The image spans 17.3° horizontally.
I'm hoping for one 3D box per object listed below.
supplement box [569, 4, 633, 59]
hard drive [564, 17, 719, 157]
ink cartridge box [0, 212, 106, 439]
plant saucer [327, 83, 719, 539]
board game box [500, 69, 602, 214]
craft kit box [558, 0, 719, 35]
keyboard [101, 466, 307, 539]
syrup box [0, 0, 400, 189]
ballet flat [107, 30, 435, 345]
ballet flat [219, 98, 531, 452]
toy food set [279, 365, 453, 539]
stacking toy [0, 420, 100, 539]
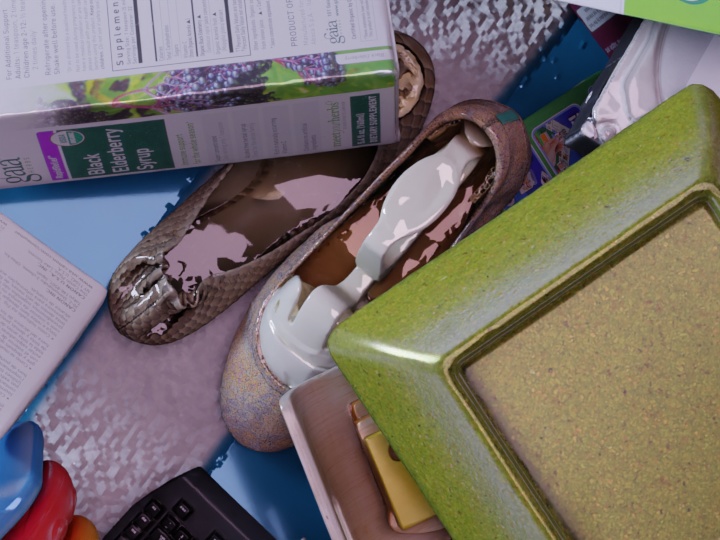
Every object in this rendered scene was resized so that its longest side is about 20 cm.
[{"bbox_3d":[0.192,-0.094,1.116,0.086,0.110,0.200,-37,91,-11],"label":"supplement box"},{"bbox_3d":[0.197,-0.107,1.044,0.139,0.038,0.201,32,80,-5],"label":"hard drive"},{"bbox_3d":[-0.216,0.024,1.006,0.161,0.050,0.200,36,36,-4],"label":"ink cartridge box"},{"bbox_3d":[0.121,0.056,0.985,0.199,0.048,0.200,-34,95,-4],"label":"plant saucer"},{"bbox_3d":[0.112,0.024,1.132,0.134,0.029,0.200,-33,90,-12],"label":"board game box"},{"bbox_3d":[0.103,-0.210,0.986,0.048,0.199,0.199,-18,117,-47],"label":"craft kit box"},{"bbox_3d":[-0.028,0.171,1.062,0.200,0.040,0.104,43,103,2],"label":"keyboard"},{"bbox_3d":[-0.085,-0.095,1.064,0.199,0.079,0.082,-8,68,-2],"label":"syrup box"},{"bbox_3d":[-0.039,-0.039,1.104,0.200,0.046,0.067,-41,92,-11],"label":"ballet flat"},{"bbox_3d":[0.000,0.000,1.074,0.068,0.067,0.200,38,94,6],"label":"ballet flat"},{"bbox_3d":[0.077,0.083,1.027,0.199,0.060,0.144,-24,95,-13],"label":"toy food set"},{"bbox_3d":[-0.118,0.171,1.049,0.200,0.110,0.116,42,94,-14],"label":"stacking toy"}]
